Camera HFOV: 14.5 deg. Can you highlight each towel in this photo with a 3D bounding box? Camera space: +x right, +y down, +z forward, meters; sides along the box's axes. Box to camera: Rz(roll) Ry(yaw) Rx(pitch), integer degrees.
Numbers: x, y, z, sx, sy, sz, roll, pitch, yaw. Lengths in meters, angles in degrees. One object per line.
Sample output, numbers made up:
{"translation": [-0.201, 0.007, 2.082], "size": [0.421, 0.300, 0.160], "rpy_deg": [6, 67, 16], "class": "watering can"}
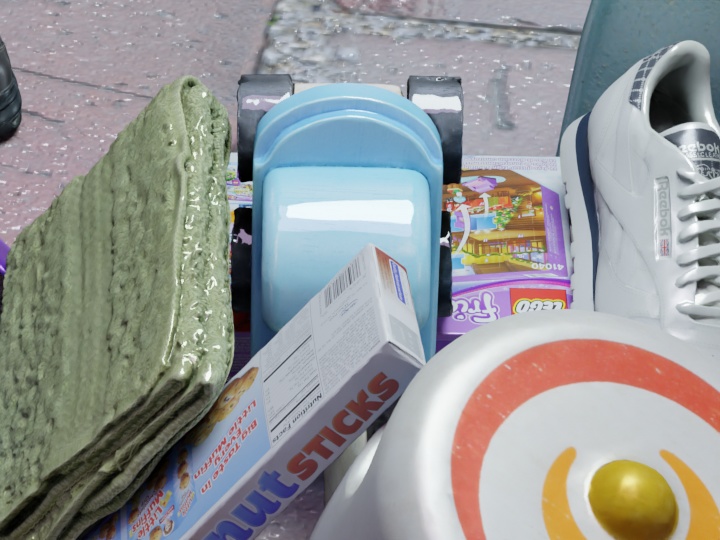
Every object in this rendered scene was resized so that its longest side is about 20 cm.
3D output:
{"translation": [-0.105, 0.021, 1.201], "size": [0.036, 0.148, 0.200], "rpy_deg": [30, 35, -29], "class": "towel"}

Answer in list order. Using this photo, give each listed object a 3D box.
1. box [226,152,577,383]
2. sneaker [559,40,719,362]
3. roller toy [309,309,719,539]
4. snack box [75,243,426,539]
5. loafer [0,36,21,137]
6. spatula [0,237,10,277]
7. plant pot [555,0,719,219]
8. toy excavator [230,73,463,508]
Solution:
{"translation": [0.000, 0.000, 1.328], "size": [0.199, 0.039, 0.137], "rpy_deg": [1, 38, 0], "class": "box"}
{"translation": [0.142, -0.008, 1.269], "size": [0.076, 0.080, 0.200], "rpy_deg": [10, 54, -33], "class": "sneaker"}
{"translation": [0.079, 0.116, 1.054], "size": [0.182, 0.140, 0.200], "rpy_deg": [4, 57, -20], "class": "roller toy"}
{"translation": [-0.052, 0.079, 1.118], "size": [0.024, 0.200, 0.072], "rpy_deg": [35, 22, -25], "class": "snack box"}
{"translation": [-0.234, -0.144, 1.485], "size": [0.073, 0.072, 0.200], "rpy_deg": [-22, 42, -25], "class": "loafer"}
{"translation": [-0.195, 0.000, 1.259], "size": [0.057, 0.021, 0.200], "rpy_deg": [41, 21, 17], "class": "spatula"}
{"translation": [0.218, -0.137, 1.382], "size": [0.196, 0.200, 0.196], "rpy_deg": [15, 39, 17], "class": "plant pot"}
{"translation": [-0.008, 0.030, 1.189], "size": [0.100, 0.195, 0.200], "rpy_deg": [2, 24, 0], "class": "toy excavator"}
